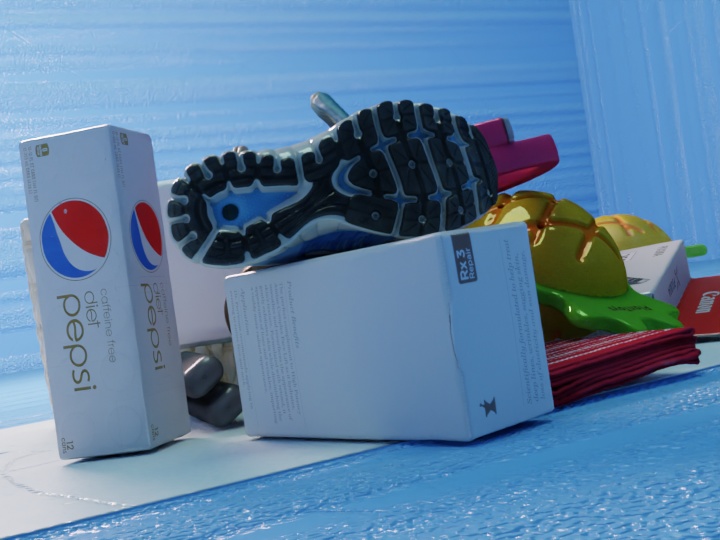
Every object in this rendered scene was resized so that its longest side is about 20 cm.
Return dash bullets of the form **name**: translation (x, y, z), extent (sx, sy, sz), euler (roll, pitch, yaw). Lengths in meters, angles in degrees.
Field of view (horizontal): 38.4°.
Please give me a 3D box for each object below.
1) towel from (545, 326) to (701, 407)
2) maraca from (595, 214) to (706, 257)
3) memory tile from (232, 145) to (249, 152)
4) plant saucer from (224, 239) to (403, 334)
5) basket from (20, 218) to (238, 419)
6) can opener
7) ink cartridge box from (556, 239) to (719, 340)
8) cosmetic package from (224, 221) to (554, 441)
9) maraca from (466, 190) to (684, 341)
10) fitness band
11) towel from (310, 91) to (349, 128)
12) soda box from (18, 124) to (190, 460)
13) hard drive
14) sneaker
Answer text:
- **towel**: translation (0.099, 0.066, 0.659), extent (0.142, 0.023, 0.199), euler (-11, -2, -31)
- **maraca**: translation (0.306, -0.010, 1.180), extent (0.197, 0.109, 0.136), euler (-8, 2, -37)
- **memory tile**: translation (-0.091, -0.004, 0.938), extent (0.016, 0.203, 0.154), euler (-14, 20, 11)
- **plant saucer**: translation (0.002, 0.025, 0.740), extent (0.196, 0.030, 0.201), euler (1, -33, 0)
- **basket**: translation (-0.189, 0.025, 0.968), extent (0.194, 0.204, 0.161), euler (-9, 1, 6)
- **can opener**: translation (-0.139, 0.098, 0.783), extent (0.067, 0.054, 0.200), euler (-42, 10, -16)
- **ink cartridge box**: translation (0.264, 0.015, 0.882), extent (0.173, 0.046, 0.200), euler (-10, 9, 26)
- **cosmetic package**: translation (0.008, 0.038, 0.578), extent (0.073, 0.104, 0.198), euler (-9, 1, -41)
- **maraca**: translation (0.146, 0.005, 0.766), extent (0.135, 0.109, 0.199), euler (-5, 25, -38)
- **fitness band**: translation (0.043, -0.062, 0.733), extent (0.196, 0.038, 0.144), euler (-16, -4, -9)
- **towel**: translation (0.035, -0.075, 0.962), extent (0.022, 0.200, 0.147), euler (-41, -37, 0)
- **soda box**: translation (-0.164, 0.013, 0.668), extent (0.067, 0.204, 0.064), euler (-8, -1, 15)
- **hard drive**: translation (-0.098, -0.012, 0.819), extent (0.196, 0.135, 0.026), euler (-8, -13, 0)
- **sneaker**: translation (-0.016, -0.047, 0.612), extent (0.196, 0.080, 0.090), euler (-9, -4, -8)
